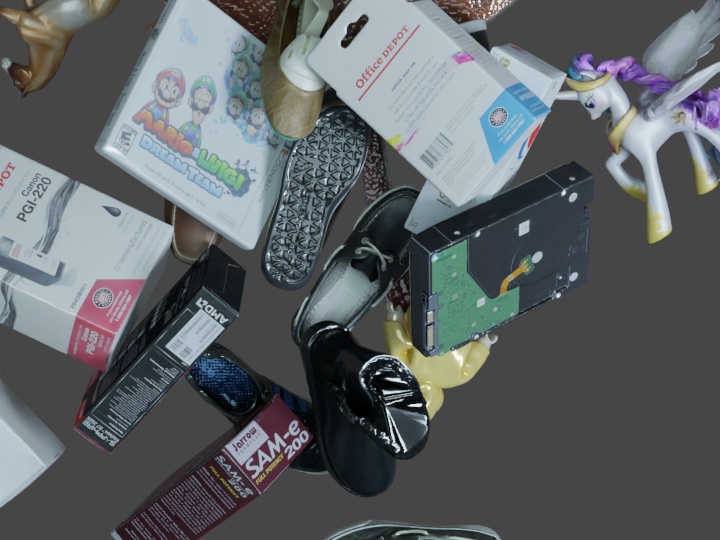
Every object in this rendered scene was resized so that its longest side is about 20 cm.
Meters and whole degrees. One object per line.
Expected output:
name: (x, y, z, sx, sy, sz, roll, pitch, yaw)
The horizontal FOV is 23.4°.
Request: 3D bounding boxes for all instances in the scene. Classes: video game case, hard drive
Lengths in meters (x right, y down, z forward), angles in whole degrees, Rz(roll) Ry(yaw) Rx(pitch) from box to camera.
video game case: (-0.140, -0.146, 1.676, 0.200, 0.024, 0.182, 35, 74, -36)
hard drive: (0.136, -0.010, 1.675, 0.200, 0.038, 0.140, -26, 135, -24)

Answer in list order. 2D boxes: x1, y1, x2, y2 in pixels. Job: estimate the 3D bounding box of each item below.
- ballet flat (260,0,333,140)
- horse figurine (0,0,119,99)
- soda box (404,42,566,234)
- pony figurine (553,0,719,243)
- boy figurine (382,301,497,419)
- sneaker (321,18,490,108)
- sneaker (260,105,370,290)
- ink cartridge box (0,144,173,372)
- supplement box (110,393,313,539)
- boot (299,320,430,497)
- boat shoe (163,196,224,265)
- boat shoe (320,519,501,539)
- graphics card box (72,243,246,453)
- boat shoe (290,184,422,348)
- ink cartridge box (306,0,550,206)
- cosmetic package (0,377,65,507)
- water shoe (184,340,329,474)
ballet flat: (-0.053, -0.217, 1.670, 0.068, 0.200, 0.072, 24, 137, -19)
horse figurine: (-0.297, -0.279, 1.733, 0.200, 0.050, 0.133, -36, 105, -2)
soda box: (0.120, -0.115, 1.672, 0.068, 0.064, 0.200, 30, 110, 12)
pony figurine: (0.302, -0.155, 1.690, 0.193, 0.167, 0.200, -31, 109, 12)
boy figurine: (0.077, 0.071, 1.746, 0.124, 0.064, 0.201, 11, 99, -21)
sneaker: (0.046, -0.171, 1.717, 0.200, 0.071, 0.099, -20, 90, -6)
sneaker: (-0.051, -0.075, 1.727, 0.072, 0.083, 0.200, 25, 100, -2)
ink cartridge box: (-0.305, -0.014, 1.711, 0.200, 0.085, 0.146, 24, 56, 1)
supplement box: (-0.146, 0.211, 1.699, 0.061, 0.109, 0.200, 49, 129, -2)
boot: (0.012, 0.154, 1.670, 0.076, 0.168, 0.201, -22, 111, -16)
boat shoe: (-0.158, -0.103, 1.735, 0.076, 0.072, 0.201, 9, 95, 1)
boat shoe: (0.047, 0.291, 1.765, 0.199, 0.064, 0.071, -5, 95, 3)
graphics card box: (-0.195, 0.075, 1.707, 0.051, 0.126, 0.200, 39, 105, -13)
boat shoe: (0.000, 0.000, 1.744, 0.074, 0.060, 0.200, 41, 95, -2)
ink cartridge box: (0.062, -0.171, 1.611, 0.200, 0.068, 0.115, 44, 112, 6)
cosmetic package: (-0.397, 0.138, 1.750, 0.074, 0.102, 0.200, -41, 91, 5)
water shoe: (-0.100, 0.146, 1.750, 0.200, 0.079, 0.072, 34, 95, -1)
